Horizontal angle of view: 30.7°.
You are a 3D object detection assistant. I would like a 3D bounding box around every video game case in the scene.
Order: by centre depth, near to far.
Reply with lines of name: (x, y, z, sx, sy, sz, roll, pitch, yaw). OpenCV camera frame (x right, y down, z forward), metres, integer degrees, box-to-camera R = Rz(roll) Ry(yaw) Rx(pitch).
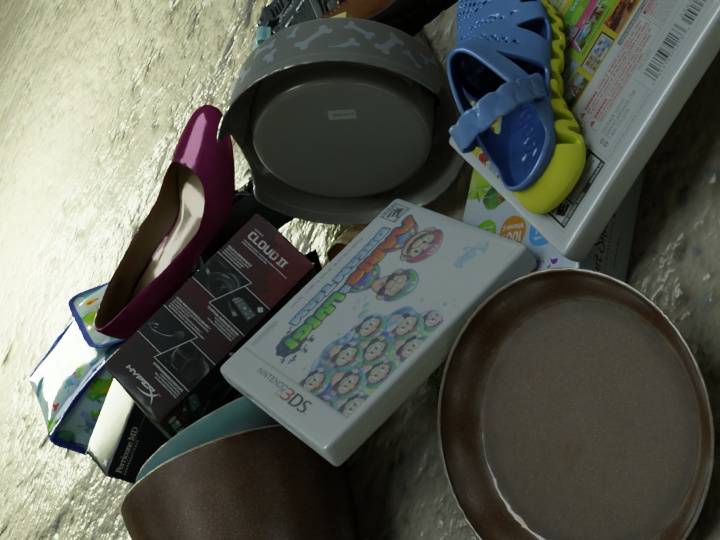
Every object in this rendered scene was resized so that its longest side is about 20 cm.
video game case: (0.156, -0.133, 0.908, 0.201, 0.023, 0.182, -59, 35, 16)
video game case: (0.007, 0.035, 0.952, 0.200, 0.024, 0.181, -44, 29, -13)

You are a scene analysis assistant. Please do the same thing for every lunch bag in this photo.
lunch bag: (-0.268, 0.097, 1.459, 0.201, 0.127, 0.170, -52, 29, 2)

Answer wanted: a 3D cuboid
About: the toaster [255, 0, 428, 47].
toaster: (-0.011, -0.202, 1.220, 0.114, 0.128, 0.201, -54, 32, 23)

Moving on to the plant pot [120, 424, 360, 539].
plant pot: (-0.070, 0.251, 1.002, 0.187, 0.185, 0.202, -42, 57, 36)

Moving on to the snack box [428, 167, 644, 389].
snack box: (0.128, -0.008, 0.947, 0.141, 0.053, 0.203, -9, 64, 56)

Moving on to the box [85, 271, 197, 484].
box: (-0.155, 0.109, 1.240, 0.079, 0.140, 0.202, 18, 86, 59)

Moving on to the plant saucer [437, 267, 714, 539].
plant saucer: (0.136, 0.100, 0.827, 0.198, 0.032, 0.204, -2, 87, 39)

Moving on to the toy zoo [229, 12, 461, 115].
toy zoo: (-0.017, -0.143, 1.099, 0.130, 0.199, 0.021, -24, 49, 32)

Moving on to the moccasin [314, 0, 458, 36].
moccasin: (0.022, -0.236, 1.096, 0.200, 0.074, 0.078, -36, 69, 5)

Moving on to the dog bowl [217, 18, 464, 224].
dog bowl: (-0.014, -0.119, 1.048, 0.200, 0.198, 0.059, -37, 41, 41)

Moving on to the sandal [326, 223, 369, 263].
sandal: (0.003, -0.002, 1.127, 0.077, 0.069, 0.215, -29, 48, 47)

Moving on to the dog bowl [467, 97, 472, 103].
dog bowl: (0.151, -0.192, 1.025, 0.199, 0.058, 0.203, -35, 44, 43)

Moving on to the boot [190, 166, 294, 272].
boot: (-0.115, -0.051, 1.234, 0.164, 0.066, 0.200, -21, 14, 46)

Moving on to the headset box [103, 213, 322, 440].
headset box: (-0.108, 0.057, 1.126, 0.077, 0.149, 0.200, 41, 76, 20)

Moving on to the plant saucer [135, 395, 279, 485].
plant saucer: (-0.088, 0.148, 1.076, 0.200, 0.199, 0.028, -45, 63, 34)

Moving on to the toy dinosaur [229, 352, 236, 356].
toy dinosaur: (-0.068, 0.120, 1.125, 0.058, 0.101, 0.201, 41, 149, 20)

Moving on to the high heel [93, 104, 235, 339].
high heel: (-0.162, -0.038, 1.081, 0.067, 0.096, 0.203, 19, 105, 35)

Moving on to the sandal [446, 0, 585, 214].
sandal: (0.095, -0.137, 0.900, 0.080, 0.086, 0.202, -45, 39, 34)
